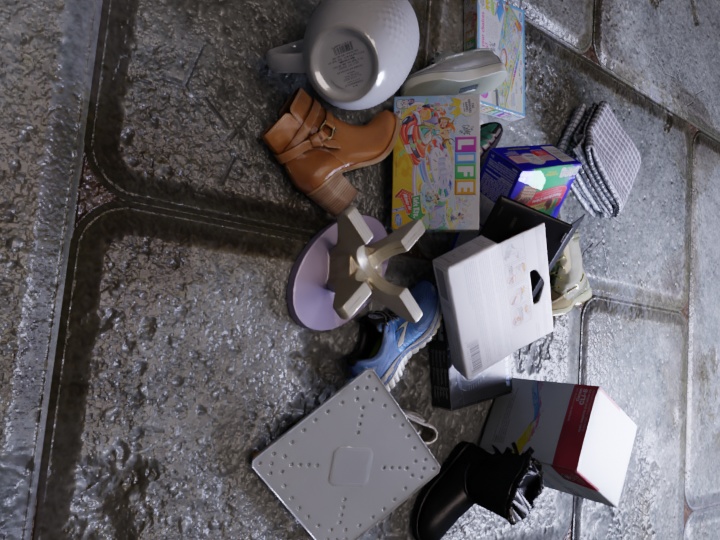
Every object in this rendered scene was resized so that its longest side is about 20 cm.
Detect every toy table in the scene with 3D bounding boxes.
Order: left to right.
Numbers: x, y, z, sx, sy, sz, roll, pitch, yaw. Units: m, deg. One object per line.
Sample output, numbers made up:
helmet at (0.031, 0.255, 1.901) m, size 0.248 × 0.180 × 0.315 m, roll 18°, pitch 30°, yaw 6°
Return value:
toy table at (0.000, 0.000, 0.790) m, size 0.184 × 0.116 × 0.202 m, roll 44°, pitch 63°, yaw -26°

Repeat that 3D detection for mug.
mug at (-0.027, -0.286, 0.742) m, size 0.176 × 0.195 × 0.151 m, roll -70°, pitch 156°, yaw -57°

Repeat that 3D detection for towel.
towel at (0.507, -0.234, 1.192) m, size 0.200 × 0.085 × 0.167 m, roll 46°, pitch 62°, yaw -25°

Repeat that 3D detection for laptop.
laptop at (0.255, -0.023, 0.924) m, size 0.196 × 0.117 × 0.190 m, roll 20°, pitch 116°, yaw -11°

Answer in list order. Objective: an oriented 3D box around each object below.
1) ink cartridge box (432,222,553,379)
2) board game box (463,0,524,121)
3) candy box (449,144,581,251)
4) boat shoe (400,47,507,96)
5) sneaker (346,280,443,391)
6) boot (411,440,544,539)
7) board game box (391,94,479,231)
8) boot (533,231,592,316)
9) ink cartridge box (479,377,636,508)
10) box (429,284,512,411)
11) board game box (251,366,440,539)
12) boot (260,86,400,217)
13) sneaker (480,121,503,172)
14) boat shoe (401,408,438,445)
ink cartridge box at (0.208, 0.042, 0.868) m, size 0.173 × 0.045 × 0.204 m, roll -24°, pitch 119°, yaw -16°
board game box at (0.246, -0.389, 1.037) m, size 0.132 × 0.034 × 0.205 m, roll 3°, pitch 86°, yaw -36°
candy box at (0.254, -0.098, 0.945) m, size 0.166 × 0.077 × 0.203 m, roll -13°, pitch 134°, yaw -36°
boat shoe at (0.146, -0.325, 0.939) m, size 0.197 × 0.070 × 0.073 m, roll -17°, pitch 70°, yaw -19°
sneaker at (0.051, 0.086, 0.847) m, size 0.090 × 0.078 × 0.201 m, roll 51°, pitch 61°, yaw -25°
boot at (0.184, 0.354, 0.882) m, size 0.199 × 0.161 × 0.074 m, roll -48°, pitch 112°, yaw -28°
board game box at (0.116, -0.163, 0.874) m, size 0.131 × 0.034 × 0.205 m, roll 0°, pitch 87°, yaw 7°
boot at (0.374, 0.000, 1.093) m, size 0.197 × 0.071 × 0.159 m, roll -18°, pitch 99°, yaw -41°
ink cartridge box at (0.335, 0.286, 0.975) m, size 0.145 × 0.198 × 0.147 m, roll 40°, pitch 64°, yaw -28°
box at (0.187, 0.119, 0.966) m, size 0.157 × 0.043 × 0.205 m, roll -3°, pitch 90°, yaw -37°
board game box at (-0.016, 0.261, 0.774) m, size 0.198 × 0.026 × 0.202 m, roll -36°, pitch 111°, yaw -5°
boot at (-0.036, -0.198, 0.799) m, size 0.155 × 0.073 × 0.202 m, roll 44°, pitch 62°, yaw -23°
sneaker at (0.180, -0.164, 0.966) m, size 0.200 × 0.074 × 0.088 m, roll -46°, pitch 124°, yaw -17°
boat shoe at (0.033, 0.233, 0.832) m, size 0.197 × 0.069 × 0.073 m, roll 7°, pitch 84°, yaw -36°
